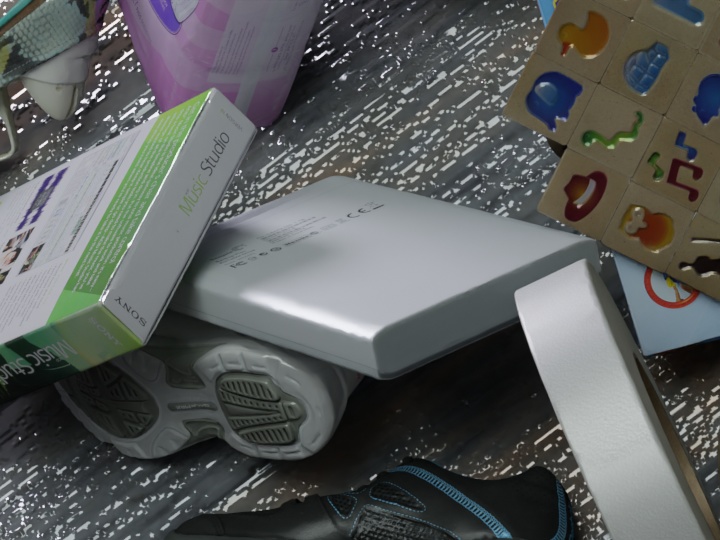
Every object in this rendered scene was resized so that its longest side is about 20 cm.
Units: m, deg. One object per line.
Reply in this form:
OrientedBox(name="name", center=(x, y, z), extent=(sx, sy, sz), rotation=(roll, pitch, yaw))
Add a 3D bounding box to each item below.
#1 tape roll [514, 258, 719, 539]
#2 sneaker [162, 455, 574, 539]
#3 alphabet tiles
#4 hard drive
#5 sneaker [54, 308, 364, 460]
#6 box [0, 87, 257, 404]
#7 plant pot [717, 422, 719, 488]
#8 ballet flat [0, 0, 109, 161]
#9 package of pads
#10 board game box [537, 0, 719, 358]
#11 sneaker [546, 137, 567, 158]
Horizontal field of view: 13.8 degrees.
OrientedBox(name="tape roll", center=(0.125, 0.092, 1.291), extent=(0.037, 0.203, 0.203), rotation=(-26, 56, 6))
OrientedBox(name="sneaker", center=(0.005, 0.132, 1.403), extent=(0.199, 0.073, 0.082), rotation=(2, 47, 15))
OrientedBox(name="alphabet tiles", center=(0.166, -0.091, 1.339), extent=(0.167, 0.008, 0.200), rotation=(26, 108, 0))
OrientedBox(name="hard drive", center=(0.000, 0.000, 1.408), extent=(0.132, 0.027, 0.200), rotation=(-23, 22, -30))
OrientedBox(name="sneaker", center=(-0.071, 0.041, 1.481), extent=(0.200, 0.078, 0.099), rotation=(8, 35, 36))
OrientedBox(name="box", center=(-0.147, -0.001, 1.468), extent=(0.200, 0.036, 0.145), rotation=(-23, 32, 47))
OrientedBox(name="plant pot", center=(0.232, 0.078, 1.285), extent=(0.200, 0.200, 0.134), rotation=(-46, 29, -8))
OrientedBox(name="ballet flat", center=(-0.196, -0.098, 1.599), extent=(0.200, 0.069, 0.071), rotation=(-33, 94, 14))
OrientedBox(name="package of pads", center=(-0.064, -0.175, 1.520), extent=(0.075, 0.200, 0.121), rotation=(-7, 53, -27))
OrientedBox(name="board game box", center=(0.198, -0.081, 1.370), extent=(0.195, 0.201, 0.056), rotation=(-14, 14, 12))
OrientedBox(name="sneaker", center=(0.190, -0.107, 1.455), extent=(0.199, 0.071, 0.113), rotation=(-4, 65, 10))
